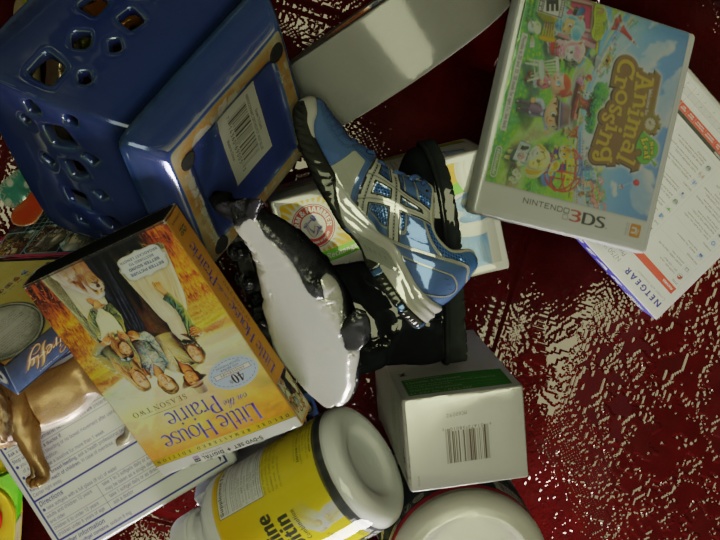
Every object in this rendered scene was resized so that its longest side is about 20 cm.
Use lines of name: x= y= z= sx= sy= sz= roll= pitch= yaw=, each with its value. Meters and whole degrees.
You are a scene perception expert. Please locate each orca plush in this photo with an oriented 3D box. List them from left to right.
orca plush: x=-0.050 y=0.011 z=0.969 sx=0.104 sy=0.071 sz=0.201 roll=-26 pitch=116 yaw=30

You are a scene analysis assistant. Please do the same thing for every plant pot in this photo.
plant pot: x=-0.157 y=-0.130 z=0.987 sx=0.178 sy=0.201 sz=0.201 roll=27 pitch=64 yaw=25

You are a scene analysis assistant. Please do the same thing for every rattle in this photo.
rattle: x=-0.243 y=-0.145 z=1.096 sx=0.129 sy=0.142 sz=0.203 roll=-1 pitch=94 yaw=40

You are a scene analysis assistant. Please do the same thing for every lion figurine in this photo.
lion figurine: x=-0.253 y=0.106 z=1.046 sx=0.198 sy=0.072 sz=0.124 roll=-22 pitch=94 yaw=-15

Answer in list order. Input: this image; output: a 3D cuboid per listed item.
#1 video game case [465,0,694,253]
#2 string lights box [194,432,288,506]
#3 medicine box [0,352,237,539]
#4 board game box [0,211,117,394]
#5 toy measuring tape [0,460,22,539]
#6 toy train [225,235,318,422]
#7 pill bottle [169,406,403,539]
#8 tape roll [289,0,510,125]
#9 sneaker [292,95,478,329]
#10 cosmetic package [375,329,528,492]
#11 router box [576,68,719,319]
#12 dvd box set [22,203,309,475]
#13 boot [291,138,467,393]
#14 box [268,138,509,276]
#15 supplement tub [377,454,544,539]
video game case: x=0.195 y=-0.131 z=1.086 sx=0.180 sy=0.022 sz=0.203 roll=12 pitch=93 yaw=-21
string lights box: x=-0.064 y=0.263 z=1.191 sx=0.102 sy=0.059 sz=0.201 roll=-31 pitch=101 yaw=1
medicine box: x=-0.236 y=0.123 z=1.129 sx=0.181 sy=0.103 sz=0.202 roll=-30 pitch=101 yaw=0
board game box: x=-0.260 y=0.005 z=1.050 sx=0.200 sy=0.134 sz=0.035 roll=-43 pitch=139 yaw=-31
toy measuring tape: x=-0.356 y=0.262 z=1.161 sx=0.072 sy=0.074 sz=0.203 roll=5 pitch=99 yaw=-6
toy train: x=-0.079 y=0.059 z=1.170 sx=0.045 sy=0.034 sz=0.203 roll=-19 pitch=100 yaw=-14
pill bottle: x=-0.068 y=0.210 z=1.082 sx=0.199 sy=0.112 sz=0.113 roll=-33 pitch=102 yaw=22
tape roll: x=0.028 y=-0.198 z=1.048 sx=0.199 sy=0.200 sz=0.067 roll=-34 pitch=101 yaw=1
sneaker: x=0.016 y=-0.056 z=0.973 sx=0.077 sy=0.076 sz=0.201 roll=-34 pitch=88 yaw=1
cosmetic package: x=0.075 y=0.120 z=1.107 sx=0.106 sy=0.200 sz=0.086 roll=-7 pitch=102 yaw=-7
router box: x=0.271 y=-0.089 z=1.165 sx=0.179 sy=0.049 sz=0.200 roll=-44 pitch=101 yaw=3
dvd box set: x=-0.150 y=0.060 z=0.964 sx=0.145 sy=0.030 sz=0.201 roll=-21 pitch=114 yaw=24
boot: x=0.000 y=0.000 z=1.038 sx=0.166 sy=0.076 sz=0.203 roll=-9 pitch=108 yaw=-8
box: x=0.021 y=-0.040 z=1.124 sx=0.197 sy=0.101 sz=0.114 roll=-15 pitch=102 yaw=-2
supplement tub: x=0.085 y=0.239 z=1.129 sx=0.138 sy=0.200 sz=0.143 roll=-1 pitch=100 yaw=-5
